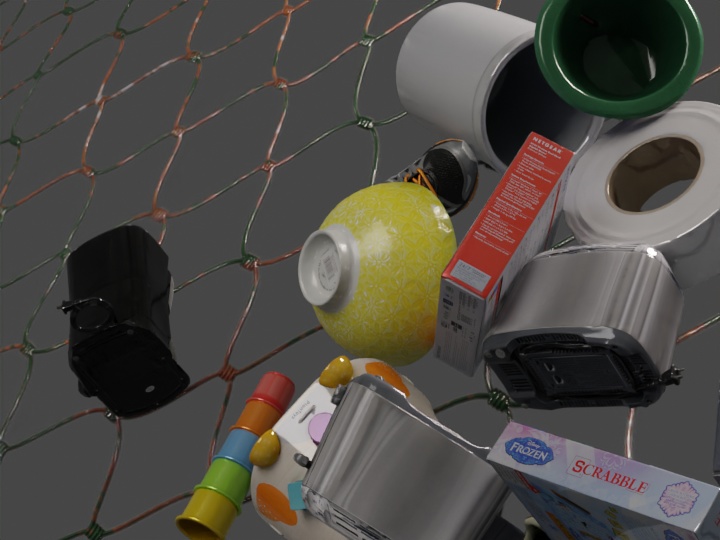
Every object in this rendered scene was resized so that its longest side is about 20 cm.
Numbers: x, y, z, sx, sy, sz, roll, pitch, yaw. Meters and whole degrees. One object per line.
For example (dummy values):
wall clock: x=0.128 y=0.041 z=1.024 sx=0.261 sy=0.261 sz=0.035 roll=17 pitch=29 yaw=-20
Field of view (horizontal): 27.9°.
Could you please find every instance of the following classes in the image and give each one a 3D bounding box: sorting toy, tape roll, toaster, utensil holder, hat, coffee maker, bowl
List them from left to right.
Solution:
coffee maker: x=-0.286 y=0.040 z=1.739 sx=0.134 sy=0.193 sz=0.200 roll=-9 pitch=41 yaw=-6
bowl: x=0.000 y=0.000 z=1.524 sx=0.200 sy=0.107 sz=0.201 roll=-10 pitch=78 yaw=53
sorting toy: x=0.010 y=0.191 z=1.372 sx=0.180 sy=0.107 sz=0.200 roll=36 pitch=78 yaw=33
toaster: x=0.043 y=0.189 z=1.258 sx=0.129 sy=0.200 sz=0.114 roll=-58 pitch=3 yaw=-8
utensil holder: x=0.155 y=-0.208 z=1.642 sx=0.170 sy=0.170 sz=0.200 roll=-44 pitch=34 yaw=-6
toaster: x=0.219 y=0.051 z=1.360 sx=0.200 sy=0.114 sz=0.129 roll=-7 pitch=45 yaw=39
hat: x=0.275 y=-0.219 z=1.568 sx=0.199 sy=0.176 sz=0.166 roll=-3 pitch=78 yaw=-2
tape roll: x=0.306 y=-0.075 z=1.452 sx=0.202 sy=0.071 sz=0.203 roll=-24 pitch=39 yaw=21

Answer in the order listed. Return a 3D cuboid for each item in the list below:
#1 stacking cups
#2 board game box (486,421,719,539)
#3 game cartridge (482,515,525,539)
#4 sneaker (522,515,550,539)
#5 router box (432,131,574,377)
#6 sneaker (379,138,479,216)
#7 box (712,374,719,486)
stacking cups: x=-0.128 y=0.200 z=1.556 sx=0.060 sy=0.061 sz=0.200 roll=-4 pitch=44 yaw=38
board game box: x=0.221 y=0.210 z=1.119 sx=0.199 sy=0.200 sz=0.041 roll=14 pitch=61 yaw=46
game cartridge: x=0.052 y=0.258 z=1.353 sx=0.133 sy=0.041 sz=0.200 roll=-52 pitch=38 yaw=-10
sneaker: x=0.127 y=0.298 z=1.211 sx=0.070 sy=0.076 sz=0.200 roll=-4 pitch=48 yaw=38
router box: x=0.139 y=-0.011 z=1.430 sx=0.049 sy=0.200 sz=0.180 roll=28 pitch=68 yaw=13
sneaker: x=0.054 y=-0.077 z=1.620 sx=0.200 sy=0.078 sz=0.077 roll=-39 pitch=-13 yaw=38
box: x=0.387 y=0.093 z=1.228 sx=0.160 sy=0.044 sz=0.200 roll=-11 pitch=45 yaw=32
